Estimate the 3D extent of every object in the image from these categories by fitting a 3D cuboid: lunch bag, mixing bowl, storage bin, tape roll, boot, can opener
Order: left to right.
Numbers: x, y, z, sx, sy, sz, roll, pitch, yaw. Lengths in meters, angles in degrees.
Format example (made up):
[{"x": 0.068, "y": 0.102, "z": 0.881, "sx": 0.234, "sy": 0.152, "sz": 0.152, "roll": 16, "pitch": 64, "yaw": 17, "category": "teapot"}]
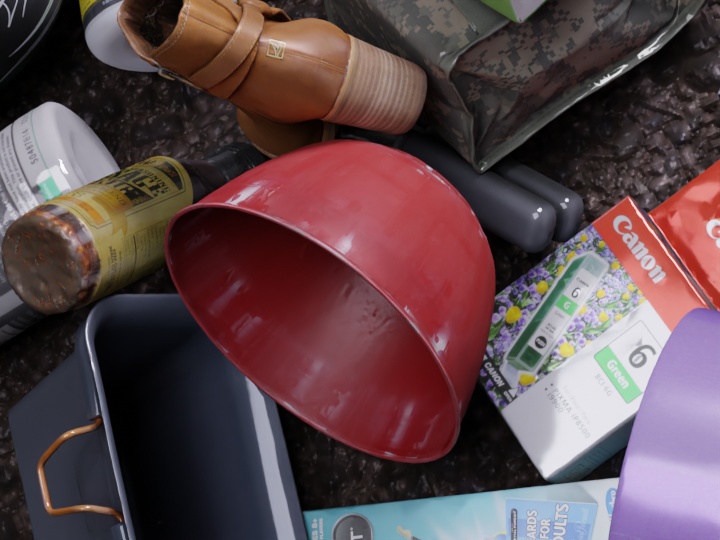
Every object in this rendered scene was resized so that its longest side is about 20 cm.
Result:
[{"x": -0.135, "y": 0.132, "z": 1.390, "sx": 0.134, "sy": 0.145, "sz": 0.201, "roll": -33, "pitch": 66, "yaw": 44, "category": "storage bin"}, {"x": -0.071, "y": -0.113, "z": 1.350, "sx": 0.200, "sy": 0.155, "sz": 0.077, "roll": 14, "pitch": 88, "yaw": 65, "category": "boot"}, {"x": 0.000, "y": 0.000, "z": 1.327, "sx": 0.200, "sy": 0.200, "sz": 0.108, "roll": 26, "pitch": 61, "yaw": 22, "category": "mixing bowl"}, {"x": 0.041, "y": -0.052, "z": 1.418, "sx": 0.200, "sy": 0.053, "sz": 0.067, "roll": 31, "pitch": 123, "yaw": 32, "category": "can opener"}, {"x": 0.093, "y": -0.183, "z": 1.384, "sx": 0.200, "sy": 0.118, "sz": 0.164, "roll": -35, "pitch": 53, "yaw": -10, "category": "lunch bag"}, {"x": 0.189, "y": 0.123, "z": 1.251, "sx": 0.065, "sy": 0.200, "sz": 0.201, "roll": 13, "pitch": 83, "yaw": 21, "category": "tape roll"}]

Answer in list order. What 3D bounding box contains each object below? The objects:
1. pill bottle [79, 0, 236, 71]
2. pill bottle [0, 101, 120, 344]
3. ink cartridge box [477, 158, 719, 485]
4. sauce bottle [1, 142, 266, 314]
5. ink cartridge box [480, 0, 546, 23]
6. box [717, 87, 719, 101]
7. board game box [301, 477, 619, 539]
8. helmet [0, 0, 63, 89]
[{"x": -0.130, "y": -0.235, "z": 1.491, "sx": 0.112, "sy": 0.112, "sz": 0.201, "roll": -15, "pitch": 74, "yaw": 16, "category": "pill bottle"}, {"x": -0.243, "y": -0.008, "z": 1.480, "sx": 0.200, "sy": 0.113, "sz": 0.113, "roll": -31, "pitch": 70, "yaw": 10, "category": "pill bottle"}, {"x": 0.161, "y": 0.023, "z": 1.364, "sx": 0.200, "sy": 0.050, "sz": 0.109, "roll": -38, "pitch": 68, "yaw": 9, "category": "ink cartridge box"}, {"x": -0.127, "y": -0.032, "z": 1.403, "sx": 0.066, "sy": 0.200, "sz": 0.066, "roll": 12, "pitch": 113, "yaw": 29, "category": "sauce bottle"}, {"x": 0.061, "y": -0.247, "z": 1.313, "sx": 0.145, "sy": 0.084, "sz": 0.200, "roll": -44, "pitch": 53, "yaw": -13, "category": "ink cartridge box"}, {"x": 0.274, "y": -0.090, "z": 1.260, "sx": 0.114, "sy": 0.200, "sz": 0.133, "roll": 21, "pitch": 76, "yaw": 22, "category": "box"}, {"x": 0.070, "y": 0.205, "z": 1.358, "sx": 0.199, "sy": 0.047, "sz": 0.152, "roll": -8, "pitch": 75, "yaw": 17, "category": "board game box"}, {"x": -0.276, "y": -0.201, "z": 1.495, "sx": 0.200, "sy": 0.200, "sz": 0.191, "roll": 39, "pitch": 98, "yaw": 22, "category": "helmet"}]
